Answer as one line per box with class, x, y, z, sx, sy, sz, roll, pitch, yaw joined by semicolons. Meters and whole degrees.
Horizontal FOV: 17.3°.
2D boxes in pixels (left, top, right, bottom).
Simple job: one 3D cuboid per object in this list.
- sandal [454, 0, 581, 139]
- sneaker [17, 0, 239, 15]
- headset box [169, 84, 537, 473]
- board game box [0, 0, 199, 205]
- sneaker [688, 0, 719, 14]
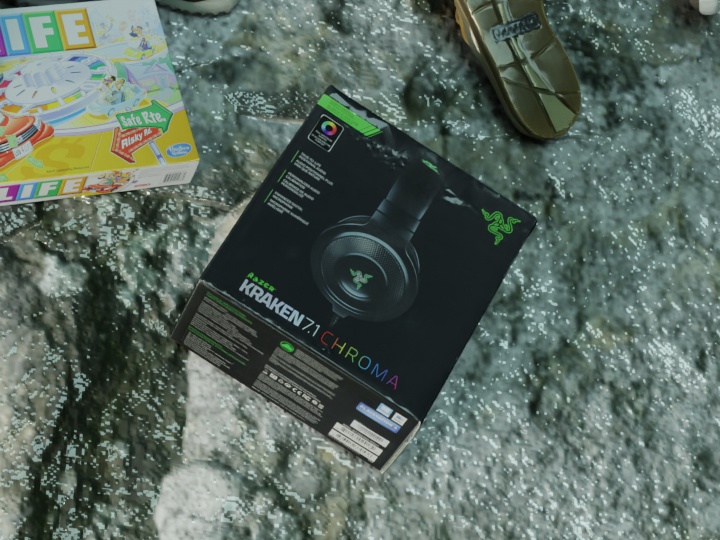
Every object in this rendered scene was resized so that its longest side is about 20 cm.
sandal;0.105;-0.189;1.752;0.080;0.054;0.201;-16;84;-19
sneaker;-0.168;-0.236;1.650;0.199;0.100;0.070;0;62;-19
headset box;0.000;0.000;1.590;0.174;0.093;0.200;33;58;-1
board game box;-0.222;-0.114;1.607;0.199;0.034;0.135;-8;66;-22
sneaker;0.231;-0.281;1.841;0.082;0.077;0.201;-14;65;5
